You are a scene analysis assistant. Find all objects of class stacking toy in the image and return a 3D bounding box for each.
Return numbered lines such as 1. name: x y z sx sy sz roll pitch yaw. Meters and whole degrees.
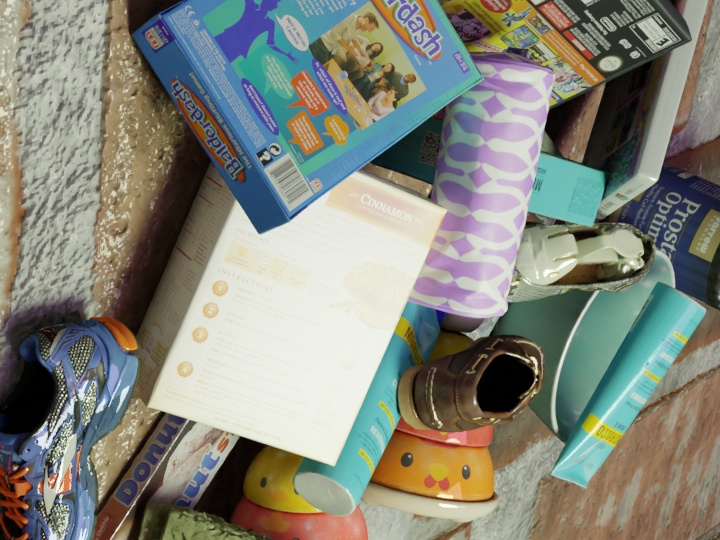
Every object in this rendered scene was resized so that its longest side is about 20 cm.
1. stacking toy: 0.061 0.099 1.373 0.146 0.146 0.201 4 98 -55
2. stacking toy: -0.051 0.181 1.277 0.146 0.146 0.201 -12 106 -51

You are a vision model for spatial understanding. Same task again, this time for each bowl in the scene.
1. bowl: 0.200 0.054 1.546 0.201 0.105 0.201 -33 136 -39

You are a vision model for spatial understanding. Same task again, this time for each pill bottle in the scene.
1. pill bottle: 0.340 -0.027 1.595 0.112 0.200 0.112 -33 137 -38

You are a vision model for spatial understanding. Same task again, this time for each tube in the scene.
1. tube: 0.013 0.093 1.244 0.200 0.050 0.078 -60 152 -35
2. tube: 0.242 0.107 1.498 0.077 0.050 0.200 29 94 -50

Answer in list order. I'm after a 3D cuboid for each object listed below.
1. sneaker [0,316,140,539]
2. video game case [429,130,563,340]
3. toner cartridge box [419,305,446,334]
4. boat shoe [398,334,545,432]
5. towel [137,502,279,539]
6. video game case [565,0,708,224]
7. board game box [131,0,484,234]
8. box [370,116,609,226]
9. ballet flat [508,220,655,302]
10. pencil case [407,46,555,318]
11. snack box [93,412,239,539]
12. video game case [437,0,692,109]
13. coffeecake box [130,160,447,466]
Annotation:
1. sneaker: -0.213 0.122 1.062 0.078 0.075 0.201 12 95 -47
2. video game case: 0.110 -0.037 1.433 0.200 0.023 0.182 -59 147 -7
3. toner cartridge box: 0.000 0.000 1.265 0.200 0.043 0.095 21 97 -50
4. boat shoe: 0.107 0.090 1.290 0.200 0.070 0.071 -17 95 -59
5. towel: -0.082 0.258 1.190 0.036 0.199 0.149 -75 -174 -75
6. video game case: 0.238 -0.145 1.399 0.182 0.024 0.201 135 -26 -74
7. board game box: -0.029 -0.139 1.070 0.200 0.045 0.152 -37 100 -33
8. box: 0.107 -0.082 1.312 0.200 0.082 0.049 11 99 -47
9. ballet flat: 0.172 -0.015 1.375 0.200 0.072 0.072 -3 116 -35
10. pencil case: 0.083 -0.065 1.181 0.084 0.085 0.201 -12 113 -74
11. snack box: -0.134 0.142 1.214 0.200 0.024 0.072 -57 149 -10
12. video game case: 0.134 -0.184 1.245 0.180 0.026 0.200 -25 151 23
13. coffeecake box: -0.053 0.015 1.138 0.153 0.073 0.201 21 96 -28
